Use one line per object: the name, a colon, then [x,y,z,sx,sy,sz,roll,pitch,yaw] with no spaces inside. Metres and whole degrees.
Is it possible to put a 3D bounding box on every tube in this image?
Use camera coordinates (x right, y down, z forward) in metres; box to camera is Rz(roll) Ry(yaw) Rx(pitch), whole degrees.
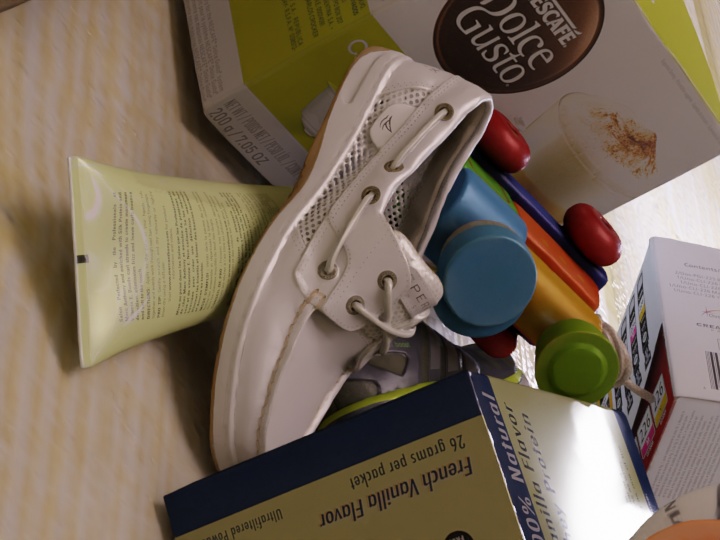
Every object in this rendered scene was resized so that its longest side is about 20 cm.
tube: [-0.068,-0.009,0.837,0.058,0.052,0.200,47,18,12]

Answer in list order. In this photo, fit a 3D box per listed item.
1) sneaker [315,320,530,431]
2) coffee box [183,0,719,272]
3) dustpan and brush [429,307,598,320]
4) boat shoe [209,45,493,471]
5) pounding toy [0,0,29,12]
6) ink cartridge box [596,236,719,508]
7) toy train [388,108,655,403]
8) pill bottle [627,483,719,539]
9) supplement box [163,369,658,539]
sneaker: [0.024,0.045,0.983,0.081,0.074,0.200,65,17,6]
coffee box: [0.041,-0.141,1.031,0.200,0.197,0.201,44,26,-46]
dustpan and brush: [0.076,-0.010,1.196,0.200,0.057,0.140,45,29,-47]
boat shoe: [0.000,0.000,0.847,0.071,0.069,0.201,59,50,-62]
pounding toy: [-0.102,-0.234,0.859,0.185,0.142,0.200,64,20,-9]
ink cartridge box: [0.175,0.090,1.148,0.176,0.083,0.201,-88,-170,-52]
toy train: [0.094,0.025,0.950,0.200,0.085,0.116,43,13,-25]
pill bottle: [0.150,0.133,0.748,0.200,0.106,0.107,25,45,-63]
supplement box: [0.049,0.162,0.813,0.200,0.134,0.201,18,51,-65]
